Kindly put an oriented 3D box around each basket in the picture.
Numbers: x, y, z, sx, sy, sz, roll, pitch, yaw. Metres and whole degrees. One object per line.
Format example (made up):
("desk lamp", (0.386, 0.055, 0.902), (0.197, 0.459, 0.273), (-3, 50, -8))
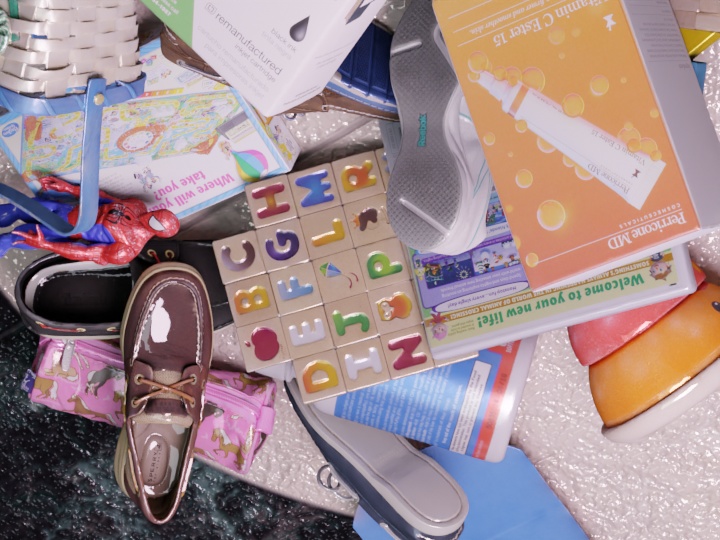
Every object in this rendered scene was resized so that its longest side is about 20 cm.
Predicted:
("basket", (-0.242, -0.142, 1.568), (0.176, 0.139, 0.201), (24, 119, 36))

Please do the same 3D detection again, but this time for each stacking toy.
("stacking toy", (0.184, 0.010, 1.591), (0.146, 0.146, 0.200), (-36, 92, 31))

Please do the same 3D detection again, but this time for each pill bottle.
("pill bottle", (0.026, 0.065, 1.661), (0.199, 0.112, 0.113), (16, 124, 4))

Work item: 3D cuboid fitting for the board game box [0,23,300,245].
("board game box", (-0.163, -0.100, 1.655), (0.199, 0.034, 0.135), (-22, 113, 26))

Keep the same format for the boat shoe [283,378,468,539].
("boat shoe", (0.006, 0.144, 1.703), (0.200, 0.075, 0.062), (42, 137, 25))

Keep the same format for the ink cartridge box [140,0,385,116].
("ink cartridge box", (-0.042, -0.226, 1.436), (0.146, 0.084, 0.200), (42, 121, 9))

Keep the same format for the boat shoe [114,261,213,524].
("boat shoe", (-0.144, 0.094, 1.652), (0.072, 0.072, 0.201), (4, 112, -18))

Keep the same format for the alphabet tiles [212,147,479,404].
("alphabet tiles", (0.000, 0.000, 1.611), (0.199, 0.006, 0.167), (-15, 83, 1))

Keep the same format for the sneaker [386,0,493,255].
("sneaker", (0.062, -0.107, 1.538), (0.070, 0.080, 0.201), (3, 82, 28))

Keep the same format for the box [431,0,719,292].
("box", (0.147, -0.103, 1.423), (0.124, 0.097, 0.201), (-21, 85, 26))

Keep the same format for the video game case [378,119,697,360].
("video game case", (0.122, -0.048, 1.561), (0.199, 0.022, 0.183), (-16, 82, 23))

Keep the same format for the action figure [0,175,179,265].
("action figure", (-0.229, -0.035, 1.654), (0.199, 0.066, 0.052), (2, 139, 15))

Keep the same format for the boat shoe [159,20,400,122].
("boat shoe", (-0.046, -0.148, 1.569), (0.199, 0.072, 0.072), (22, 139, -12))

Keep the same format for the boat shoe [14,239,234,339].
("boat shoe", (-0.162, 0.014, 1.680), (0.200, 0.063, 0.074), (-7, 76, 1))

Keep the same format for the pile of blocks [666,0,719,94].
("pile of blocks", (0.184, -0.118, 1.493), (0.200, 0.062, 0.082), (-33, 80, 26))

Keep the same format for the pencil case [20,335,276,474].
("pencil case", (-0.162, 0.095, 1.748), (0.199, 0.087, 0.083), (20, 108, 1))

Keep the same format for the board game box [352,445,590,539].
("board game box", (0.096, 0.208, 1.780), (0.158, 0.039, 0.200), (-29, 113, 22))
